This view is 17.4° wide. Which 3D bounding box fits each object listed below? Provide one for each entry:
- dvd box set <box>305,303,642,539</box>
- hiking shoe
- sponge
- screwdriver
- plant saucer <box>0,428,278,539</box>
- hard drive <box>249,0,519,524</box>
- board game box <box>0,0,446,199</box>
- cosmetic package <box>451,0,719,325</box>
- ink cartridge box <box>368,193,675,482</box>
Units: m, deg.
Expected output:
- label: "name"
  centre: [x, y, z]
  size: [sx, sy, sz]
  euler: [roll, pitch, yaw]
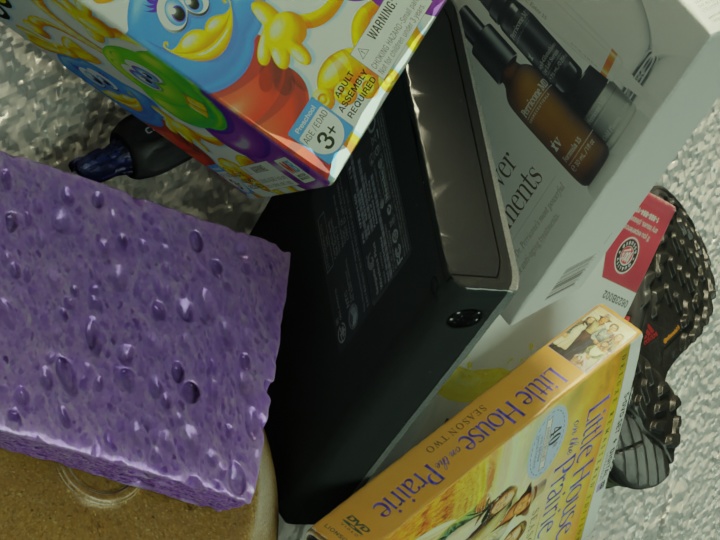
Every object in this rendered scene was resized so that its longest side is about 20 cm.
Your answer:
- label: "dvd box set"
  centre: [0.046, 0.119, 1.067]
  size: [0.200, 0.029, 0.147]
  euler: [-34, 148, -36]
- label: "hiking shoe"
  centre: [0.123, 0.034, 1.245]
  size: [0.076, 0.100, 0.201]
  euler: [52, 40, -30]
- label: "sponge"
  centre: [-0.124, 0.016, 0.917]
  size: [0.199, 0.030, 0.112]
  euler: [19, 65, -28]
- label: "screwdriver"
  centre: [-0.131, -0.035, 0.965]
  size: [0.199, 0.028, 0.029]
  euler: [-24, 102, -29]
- label: "plant saucer"
  centre: [-0.111, 0.079, 0.946]
  size: [0.199, 0.035, 0.201]
  euler: [14, 62, -29]
- label: "hard drive"
  centre: [0.000, 0.000, 0.982]
  size: [0.033, 0.140, 0.200]
  euler: [3, 148, -23]
- label: "board game box"
  centre: [-0.078, -0.126, 0.864]
  size: [0.200, 0.103, 0.105]
  euler: [35, 78, -15]
- label: "cosmetic package"
  centre: [0.067, -0.094, 0.971]
  size: [0.052, 0.151, 0.200]
  euler: [-25, 158, -35]
- label: "ink cartridge box"
  centre: [0.052, 0.031, 1.134]
  size: [0.145, 0.083, 0.201]
  euler: [21, 95, -57]
